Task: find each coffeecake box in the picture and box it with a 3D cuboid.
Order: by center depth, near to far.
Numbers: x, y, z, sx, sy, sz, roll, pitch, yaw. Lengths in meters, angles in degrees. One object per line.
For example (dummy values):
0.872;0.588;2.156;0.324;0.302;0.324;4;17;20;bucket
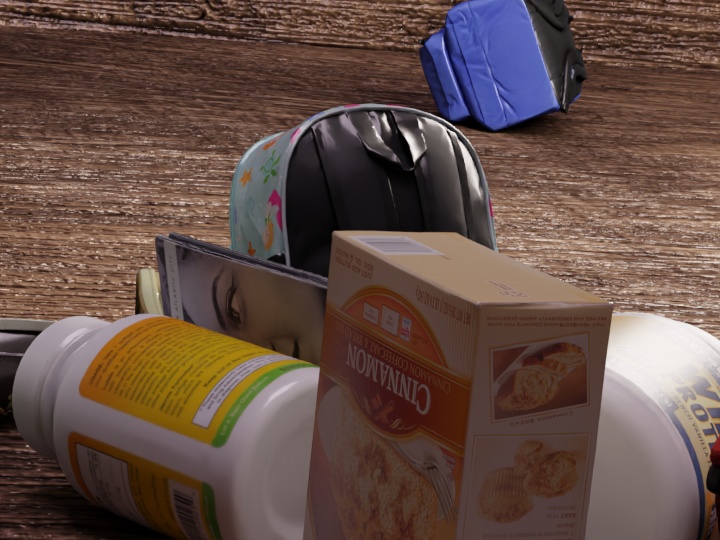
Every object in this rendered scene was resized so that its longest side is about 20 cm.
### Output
0.039;0.095;1.266;0.073;0.201;0.153;0;12;-26;coffeecake box

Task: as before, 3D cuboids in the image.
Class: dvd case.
-0.036;0.068;1.500;0.016;0.149;0.200;-23;28;-39;dvd case

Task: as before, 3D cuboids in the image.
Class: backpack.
0.000;0.000;1.734;0.177;0.201;0.150;-3;-6;-32;backpack
0.166;-0.250;3.147;0.167;0.163;0.200;-12;7;20;backpack

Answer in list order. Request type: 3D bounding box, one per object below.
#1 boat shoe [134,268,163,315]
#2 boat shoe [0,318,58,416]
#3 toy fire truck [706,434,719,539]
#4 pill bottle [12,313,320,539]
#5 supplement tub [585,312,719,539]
-0.107;0.052;1.731;0.063;0.074;0.201;0;16;-11;boat shoe
-0.241;0.061;1.665;0.200;0.061;0.072;4;-16;-21;boat shoe
0.235;0.111;1.398;0.049;0.200;0.141;19;55;29;toy fire truck
-0.094;0.086;1.473;0.111;0.112;0.199;-6;16;-45;pill bottle
0.128;0.100;1.426;0.144;0.145;0.200;10;12;21;supplement tub
